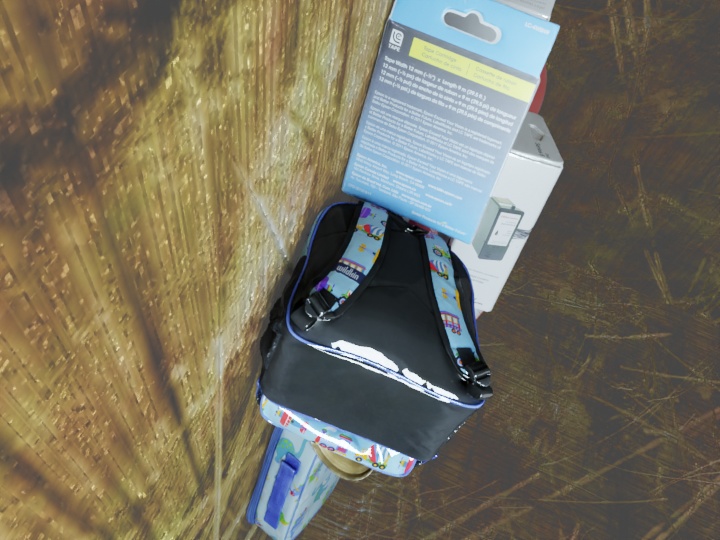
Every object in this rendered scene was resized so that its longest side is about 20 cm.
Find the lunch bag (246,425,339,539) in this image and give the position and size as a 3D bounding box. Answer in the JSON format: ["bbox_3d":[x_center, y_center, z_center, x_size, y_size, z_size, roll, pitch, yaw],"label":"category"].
[{"bbox_3d":[-0.071,0.248,0.773,0.160,0.081,0.205,-34,147,-59],"label":"lunch bag"}]

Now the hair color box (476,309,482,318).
[{"bbox_3d":[0.099,0.071,0.865,0.200,0.102,0.061,-46,-173,-7],"label":"hair color box"}]

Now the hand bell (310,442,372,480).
[{"bbox_3d":[0.032,0.156,0.711,0.198,0.103,0.107,-21,137,-53],"label":"hand bell"}]

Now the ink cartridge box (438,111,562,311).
[{"bbox_3d":[0.153,-0.081,0.709,0.147,0.081,0.204,-84,-170,-55],"label":"ink cartridge box"}]

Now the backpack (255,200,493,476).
[{"bbox_3d":[0.013,0.041,0.508,0.203,0.178,0.136,-80,-165,-51],"label":"backpack"}]

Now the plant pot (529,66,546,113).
[{"bbox_3d":[0.163,-0.264,0.847,0.177,0.196,0.205,-39,152,-58],"label":"plant pot"}]

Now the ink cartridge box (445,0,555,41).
[{"bbox_3d":[0.184,-0.382,0.731,0.084,0.141,0.205,94,18,-68],"label":"ink cartridge box"}]

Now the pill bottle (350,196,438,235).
[{"bbox_3d":[0.045,-0.076,0.670,0.110,0.107,0.205,97,15,-70],"label":"pill bottle"}]

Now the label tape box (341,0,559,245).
[{"bbox_3d":[0.077,-0.147,0.539,0.066,0.139,0.205,-56,166,-62],"label":"label tape box"}]
